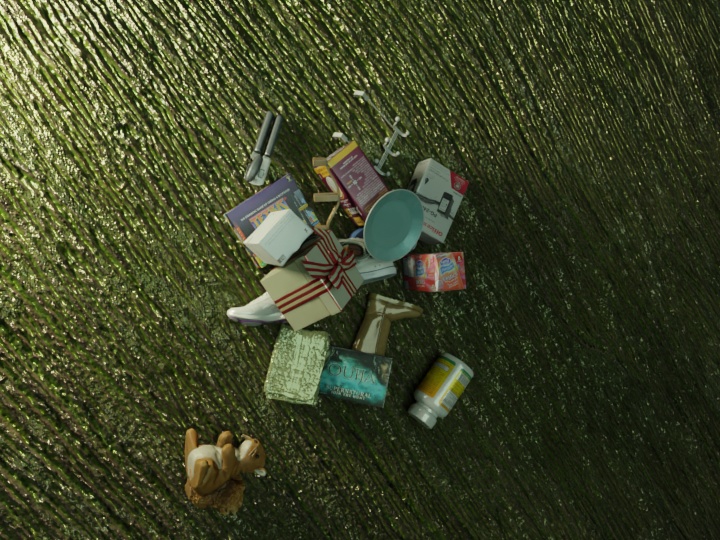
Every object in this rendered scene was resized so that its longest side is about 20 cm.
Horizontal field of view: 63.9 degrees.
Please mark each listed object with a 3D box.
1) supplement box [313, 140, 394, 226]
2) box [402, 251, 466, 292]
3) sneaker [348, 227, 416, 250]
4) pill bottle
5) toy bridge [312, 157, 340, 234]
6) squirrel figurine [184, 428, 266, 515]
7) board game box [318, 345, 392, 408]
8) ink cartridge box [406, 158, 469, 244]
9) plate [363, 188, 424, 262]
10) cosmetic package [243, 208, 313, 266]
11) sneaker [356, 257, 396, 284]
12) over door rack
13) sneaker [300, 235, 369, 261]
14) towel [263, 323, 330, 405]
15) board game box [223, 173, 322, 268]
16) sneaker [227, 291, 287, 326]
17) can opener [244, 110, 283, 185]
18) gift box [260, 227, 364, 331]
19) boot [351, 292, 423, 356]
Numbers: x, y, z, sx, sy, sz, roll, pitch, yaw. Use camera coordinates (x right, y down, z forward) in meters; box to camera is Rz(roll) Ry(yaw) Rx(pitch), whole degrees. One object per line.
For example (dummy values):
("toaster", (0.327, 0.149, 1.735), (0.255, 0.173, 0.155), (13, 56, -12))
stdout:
("supplement box", (-0.015, -0.227, 1.538), (0.103, 0.131, 0.200), (-41, 104, -15))
("box", (0.198, 0.002, 1.587), (0.094, 0.200, 0.103), (-5, 91, -20))
("sneaker", (0.065, -0.084, 1.597), (0.199, 0.082, 0.075), (0, 92, -20))
("pill bottle", (0.224, 0.345, 1.649), (0.113, 0.113, 0.200), (41, 76, -17))
("toy bridge", (-0.086, -0.185, 1.465), (0.067, 0.027, 0.201), (-4, 114, -8))
("squirrel figurine", (-0.331, 0.497, 1.434), (0.186, 0.141, 0.201), (2, 104, -32))
("board game box", (-0.022, 0.281, 1.550), (0.198, 0.028, 0.136), (10, 86, 5))
("ink cartridge box", (0.200, -0.192, 1.648), (0.145, 0.083, 0.201), (27, 81, -20))
("plate", (0.084, -0.119, 1.516), (0.199, 0.026, 0.201), (-18, 122, -31))
("cosmetic package", (-0.199, -0.078, 1.367), (0.081, 0.200, 0.113), (44, 76, -16))
("sneaker", (0.000, 0.000, 1.587), (0.199, 0.073, 0.071), (-11, 73, -24))
("over door rack", (0.039, -0.370, 1.573), (0.200, 0.066, 0.148), (33, 78, -33))
("sneaker", (-0.070, -0.058, 1.527), (0.199, 0.079, 0.075), (-1, 93, 1))
("towel", (-0.167, 0.248, 1.519), (0.147, 0.036, 0.201), (12, 86, -8))
("board game box", (-0.224, -0.128, 1.494), (0.200, 0.057, 0.166), (-37, 105, -18))
("sneaker", (-0.246, 0.090, 1.488), (0.199, 0.075, 0.100), (-3, 78, -26))
("can opener", (-0.245, -0.313, 1.482), (0.052, 0.066, 0.201), (20, 79, -19))
("gift box", (-0.119, 0.014, 1.431), (0.200, 0.186, 0.185), (55, 32, -16))
("boot", (0.071, 0.178, 1.615), (0.174, 0.066, 0.201), (15, 84, -9))
